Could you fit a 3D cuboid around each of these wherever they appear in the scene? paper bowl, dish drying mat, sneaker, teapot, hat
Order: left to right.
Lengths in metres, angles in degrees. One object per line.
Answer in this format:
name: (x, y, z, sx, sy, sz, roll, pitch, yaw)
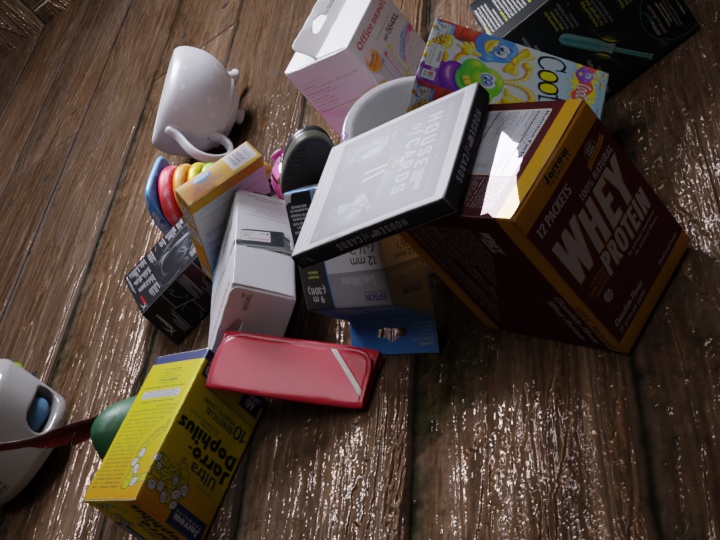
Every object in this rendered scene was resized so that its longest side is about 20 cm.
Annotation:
hat: (-0.319, 0.179, 1.461, 0.164, 0.176, 0.202, -10, 45, 44)
teapot: (-0.270, -0.278, 1.999, 0.197, 0.144, 0.204, 175, 109, -76)
dish drying mat: (-0.077, 0.110, 1.317, 0.197, 0.018, 0.078, 6, 59, 21)
sneaker: (-0.068, -0.130, 1.376, 0.073, 0.201, 0.108, -13, 63, -7)
paper bowl: (0.076, -0.123, 1.356, 0.197, 0.105, 0.203, 1, 50, -1)

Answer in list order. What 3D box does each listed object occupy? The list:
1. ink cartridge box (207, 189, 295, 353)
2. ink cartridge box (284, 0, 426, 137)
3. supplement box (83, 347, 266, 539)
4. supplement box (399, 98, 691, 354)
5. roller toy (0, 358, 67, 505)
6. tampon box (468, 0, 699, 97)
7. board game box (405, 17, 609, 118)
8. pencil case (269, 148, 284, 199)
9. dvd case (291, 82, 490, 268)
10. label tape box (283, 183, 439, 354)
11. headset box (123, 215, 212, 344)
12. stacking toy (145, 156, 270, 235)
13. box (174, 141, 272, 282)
ink cartridge box: (-0.137, 0.020, 1.462, 0.201, 0.083, 0.146, -95, 21, -53)
ink cartridge box: (0.005, -0.274, 1.581, 0.124, 0.200, 0.130, -12, 43, 43)
supplement box: (-0.214, 0.209, 1.365, 0.108, 0.109, 0.202, -12, 44, 44)
supplement box: (0.163, -0.043, 1.109, 0.199, 0.197, 0.134, 8, 59, 55)
roller toy: (-0.517, 0.238, 1.678, 0.202, 0.139, 0.182, -57, 21, -16)
tampon box: (0.254, -0.295, 1.346, 0.199, 0.150, 0.127, -37, 31, 14)
board game box: (0.153, -0.173, 1.259, 0.106, 0.197, 0.104, 105, -176, -53)
pencil case: (-0.062, -0.097, 1.557, 0.090, 0.094, 0.200, -37, 31, -5)
dvd case: (0.027, -0.089, 1.115, 0.198, 0.025, 0.152, -20, 39, 41)
label tape box: (0.000, 0.000, 1.269, 0.065, 0.204, 0.142, -15, 6, -41)
headset box: (-0.240, -0.013, 1.698, 0.200, 0.077, 0.149, -46, 30, -2)
stacking toy: (-0.228, -0.130, 1.822, 0.197, 0.117, 0.111, -15, 40, 21)
box: (-0.171, -0.067, 1.560, 0.118, 0.201, 0.041, -36, 60, -19)
